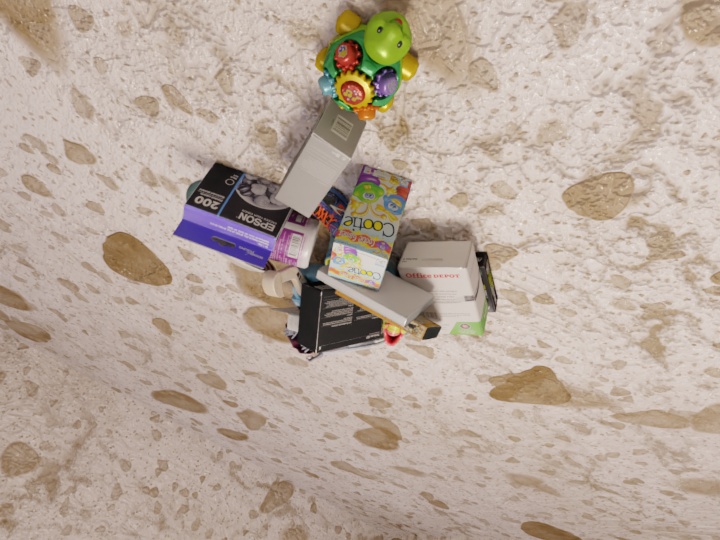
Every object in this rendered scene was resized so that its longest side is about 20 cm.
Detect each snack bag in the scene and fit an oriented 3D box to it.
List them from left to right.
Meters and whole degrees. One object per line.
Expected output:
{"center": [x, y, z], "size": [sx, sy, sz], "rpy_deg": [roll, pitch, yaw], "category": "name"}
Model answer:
{"center": [0.026, 0.183, 1.429], "size": [0.199, 0.187, 0.022], "rpy_deg": [-17, 86, 43], "category": "snack bag"}

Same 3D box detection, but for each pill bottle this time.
{"center": [-0.197, -0.082, 1.198], "size": [0.198, 0.113, 0.113], "rpy_deg": [16, 145, -3], "category": "pill bottle"}

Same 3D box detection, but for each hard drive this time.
{"center": [0.030, 0.032, 1.055], "size": [0.199, 0.132, 0.027], "rpy_deg": [28, 118, 21], "category": "hard drive"}

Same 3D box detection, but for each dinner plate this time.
{"center": [-0.279, -0.044, 1.219], "size": [0.199, 0.024, 0.200], "rpy_deg": [34, -172, -5], "category": "dinner plate"}

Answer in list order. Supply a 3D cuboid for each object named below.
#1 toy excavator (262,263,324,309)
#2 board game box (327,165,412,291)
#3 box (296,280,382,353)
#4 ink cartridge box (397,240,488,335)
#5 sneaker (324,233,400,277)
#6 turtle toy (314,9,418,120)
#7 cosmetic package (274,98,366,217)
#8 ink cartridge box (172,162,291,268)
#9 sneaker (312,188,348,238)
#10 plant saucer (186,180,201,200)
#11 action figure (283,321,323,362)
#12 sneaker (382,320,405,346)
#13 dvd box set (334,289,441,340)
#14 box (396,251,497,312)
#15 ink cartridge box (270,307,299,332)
{"center": [-0.130, 0.028, 1.261], "size": [0.099, 0.195, 0.201], "rpy_deg": [7, 138, 35], "category": "toy excavator"}
{"center": [0.019, -0.082, 1.030], "size": [0.104, 0.202, 0.103], "rpy_deg": [17, 145, 2], "category": "board game box"}
{"center": [-0.040, 0.095, 1.240], "size": [0.199, 0.143, 0.078], "rpy_deg": [-6, -165, -43], "category": "box"}
{"center": [0.176, 0.038, 1.136], "size": [0.144, 0.084, 0.201], "rpy_deg": [0, 134, 26], "category": "ink cartridge box"}
{"center": [0.000, 0.000, 1.208], "size": [0.199, 0.132, 0.079], "rpy_deg": [33, 143, -20], "category": "sneaker"}
{"center": [0.011, -0.309, 0.819], "size": [0.145, 0.102, 0.200], "rpy_deg": [30, 144, -14], "category": "turtle toy"}
{"center": [-0.077, -0.200, 1.003], "size": [0.090, 0.108, 0.200], "rpy_deg": [30, 142, -16], "category": "cosmetic package"}
{"center": [-0.250, -0.118, 1.111], "size": [0.196, 0.201, 0.044], "rpy_deg": [20, 141, -1], "category": "ink cartridge box"}
{"center": [-0.048, -0.109, 1.132], "size": [0.198, 0.079, 0.075], "rpy_deg": [26, 144, -9], "category": "sneaker"}
{"center": [-0.323, -0.129, 1.283], "size": [0.198, 0.028, 0.201], "rpy_deg": [12, 144, 9], "category": "plant saucer"}
{"center": [-0.116, 0.167, 1.501], "size": [0.148, 0.135, 0.199], "rpy_deg": [-29, 163, 26], "category": "action figure"}
{"center": [0.090, 0.106, 1.262], "size": [0.077, 0.091, 0.201], "rpy_deg": [14, 141, 10], "category": "sneaker"}
{"center": [0.060, 0.081, 1.101], "size": [0.199, 0.030, 0.146], "rpy_deg": [27, -175, 19], "category": "dvd box set"}
{"center": [0.198, 0.028, 1.226], "size": [0.198, 0.045, 0.161], "rpy_deg": [1, 139, 25], "category": "box"}
{"center": [-0.102, 0.124, 1.368], "size": [0.199, 0.044, 0.172], "rpy_deg": [2, -177, -44], "category": "ink cartridge box"}
